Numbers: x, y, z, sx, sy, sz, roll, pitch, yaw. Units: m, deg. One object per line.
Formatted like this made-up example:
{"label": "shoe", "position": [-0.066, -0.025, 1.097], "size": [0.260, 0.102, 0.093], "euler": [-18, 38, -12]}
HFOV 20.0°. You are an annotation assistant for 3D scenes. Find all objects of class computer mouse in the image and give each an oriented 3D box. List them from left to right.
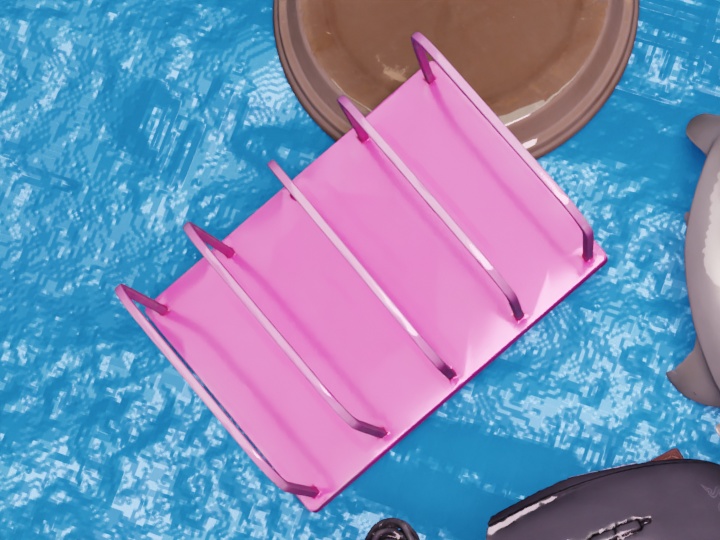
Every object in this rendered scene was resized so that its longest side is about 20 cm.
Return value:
{"label": "computer mouse", "position": [0.108, 0.151, 0.901], "size": [0.200, 0.046, 0.141], "euler": [-9, 61, -16]}

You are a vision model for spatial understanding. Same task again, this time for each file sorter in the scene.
{"label": "file sorter", "position": [0.000, 0.000, 0.999], "size": [0.200, 0.125, 0.139], "euler": [-41, 79, 0]}

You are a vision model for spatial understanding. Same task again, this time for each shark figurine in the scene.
{"label": "shark figurine", "position": [0.181, 0.021, 1.019], "size": [0.128, 0.089, 0.215], "euler": [-13, 79, -33]}

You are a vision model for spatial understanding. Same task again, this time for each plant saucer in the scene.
{"label": "plant saucer", "position": [0.050, -0.147, 1.103], "size": [0.200, 0.029, 0.200], "euler": [-2, 73, 6]}

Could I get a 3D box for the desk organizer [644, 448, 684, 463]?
{"label": "desk organizer", "position": [0.081, 0.164, 0.956], "size": [0.200, 0.072, 0.077], "euler": [-22, 69, -22]}
